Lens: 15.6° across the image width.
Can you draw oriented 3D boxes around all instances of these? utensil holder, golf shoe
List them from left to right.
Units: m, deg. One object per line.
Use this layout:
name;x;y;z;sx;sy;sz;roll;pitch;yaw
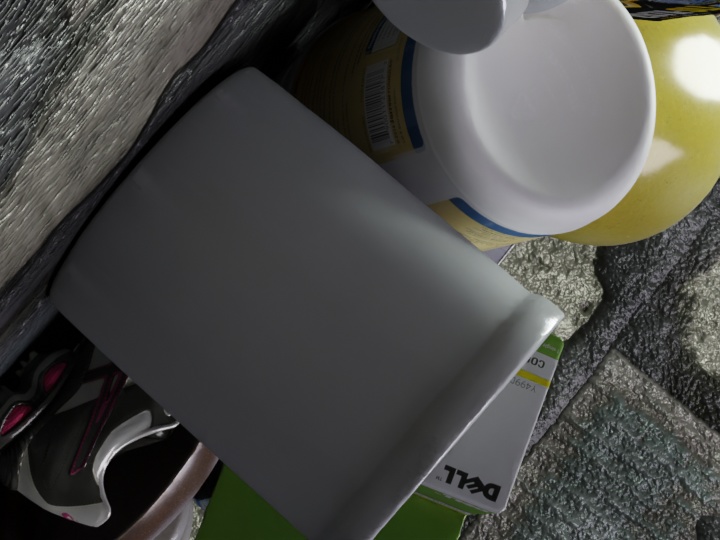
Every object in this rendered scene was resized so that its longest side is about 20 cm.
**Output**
golf shoe;-0.119;0.045;1.403;0.200;0.088;0.077;-52;176;-16
utensil holder;-0.029;0.021;1.296;0.170;0.200;0.170;-48;177;-4

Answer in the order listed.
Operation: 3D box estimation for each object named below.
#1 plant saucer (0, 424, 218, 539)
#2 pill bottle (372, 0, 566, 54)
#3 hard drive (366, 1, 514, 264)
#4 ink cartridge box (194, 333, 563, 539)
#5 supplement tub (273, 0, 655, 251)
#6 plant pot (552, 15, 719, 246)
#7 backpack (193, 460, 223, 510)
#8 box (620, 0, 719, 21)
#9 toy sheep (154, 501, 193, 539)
plant saucer;-0.130;0.095;1.467;0.200;0.032;0.200;-36;-150;25
pill bottle;0.085;-0.196;1.269;0.200;0.113;0.113;-49;177;-33
hard drive;0.038;-0.076;1.552;0.140;0.038;0.200;-52;-138;14
ink cartridge box;0.004;0.106;1.420;0.076;0.148;0.200;152;-41;-76
supplement tub;0.045;-0.079;1.393;0.145;0.145;0.200;-50;-161;-28
plant pot;0.135;-0.112;1.748;0.200;0.200;0.142;-52;162;20
backpack;-0.054;0.094;1.675;0.200;0.154;0.163;152;-54;-64
box;0.150;-0.183;1.584;0.200;0.159;0.049;-174;-95;-71
toy sheep;-0.170;0.156;1.657;0.138;0.138;0.200;-50;-168;-21
